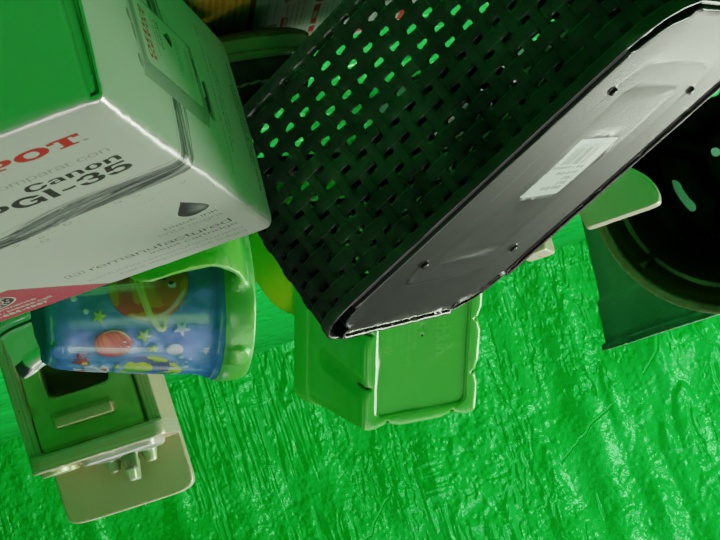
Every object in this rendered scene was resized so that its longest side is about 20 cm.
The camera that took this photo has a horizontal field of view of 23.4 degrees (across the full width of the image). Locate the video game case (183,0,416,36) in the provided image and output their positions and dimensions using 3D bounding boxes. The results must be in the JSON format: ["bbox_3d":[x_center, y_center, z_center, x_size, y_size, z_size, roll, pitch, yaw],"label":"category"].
[{"bbox_3d":[-0.066,-0.102,0.714,0.200,0.017,0.143,-17,176,-8],"label":"video game case"}]

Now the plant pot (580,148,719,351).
[{"bbox_3d":[0.306,-0.043,1.730,0.200,0.196,0.200,-17,175,-2],"label":"plant pot"}]

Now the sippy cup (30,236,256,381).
[{"bbox_3d":[-0.147,0.011,1.130,0.130,0.140,0.178,-5,133,-17],"label":"sippy cup"}]

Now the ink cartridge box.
[{"bbox_3d":[-0.129,-0.046,0.584,0.146,0.083,0.200,-19,168,8],"label":"ink cartridge box"}]

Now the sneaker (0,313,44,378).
[{"bbox_3d":[-0.215,0.042,1.519,0.200,0.071,0.073,-17,175,-12],"label":"sneaker"}]

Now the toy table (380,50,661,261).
[{"bbox_3d":[0.091,-0.067,1.128,0.184,0.117,0.200,-20,174,24],"label":"toy table"}]

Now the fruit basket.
[{"bbox_3d":[0.000,0.000,1.305,0.155,0.216,0.216,-8,172,-20],"label":"fruit basket"}]

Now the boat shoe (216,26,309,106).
[{"bbox_3d":[-0.094,-0.046,0.752,0.200,0.065,0.072,-22,171,34],"label":"boat shoe"}]

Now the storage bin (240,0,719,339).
[{"bbox_3d":[0.054,-0.071,0.692,0.200,0.094,0.135,-42,164,28],"label":"storage bin"}]

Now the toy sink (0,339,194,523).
[{"bbox_3d":[-0.247,0.128,1.612,0.130,0.200,0.112,-17,176,0],"label":"toy sink"}]

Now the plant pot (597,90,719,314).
[{"bbox_3d":[0.294,-0.082,1.375,0.200,0.201,0.198,-19,-176,18],"label":"plant pot"}]
